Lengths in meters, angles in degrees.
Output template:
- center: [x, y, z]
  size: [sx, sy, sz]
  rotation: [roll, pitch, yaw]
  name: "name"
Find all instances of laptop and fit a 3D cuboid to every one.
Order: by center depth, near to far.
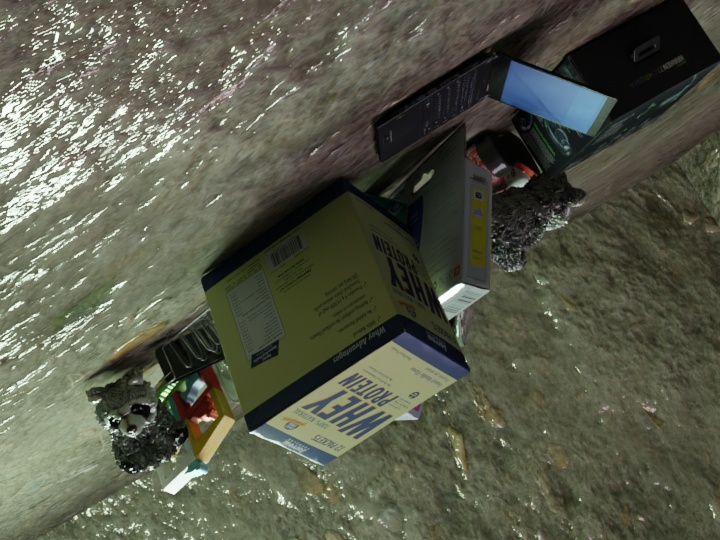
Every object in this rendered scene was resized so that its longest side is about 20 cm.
- center: [0.124, -0.135, 1.389]
  size: [0.200, 0.103, 0.177]
  rotation: [-32, 173, -2]
  name: "laptop"

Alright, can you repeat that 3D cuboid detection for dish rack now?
- center: [-0.150, 0.057, 1.764]
  size: [0.200, 0.055, 0.153]
  rotation: [-38, 173, 38]
  name: "dish rack"

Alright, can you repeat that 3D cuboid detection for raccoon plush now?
- center: [0.193, -0.075, 1.752]
  size: [0.134, 0.097, 0.200]
  rotation: [-43, 165, 14]
  name: "raccoon plush"
- center: [-0.301, 0.165, 1.811]
  size: [0.097, 0.134, 0.200]
  rotation: [-37, -149, -18]
  name: "raccoon plush"

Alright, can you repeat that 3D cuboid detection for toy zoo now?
- center: [-0.224, 0.195, 1.867]
  size: [0.020, 0.200, 0.131]
  rotation: [30, 106, -35]
  name: "toy zoo"

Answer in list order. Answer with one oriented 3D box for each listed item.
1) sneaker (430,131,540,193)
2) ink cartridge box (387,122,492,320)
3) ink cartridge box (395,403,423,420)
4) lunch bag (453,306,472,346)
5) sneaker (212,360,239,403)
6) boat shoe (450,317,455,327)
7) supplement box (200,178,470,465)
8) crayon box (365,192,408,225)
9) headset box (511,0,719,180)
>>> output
- center: [0.154, -0.120, 1.832]
  size: [0.108, 0.067, 0.201]
  rotation: [-33, 170, 19]
  name: "sneaker"
- center: [0.083, -0.032, 1.631]
  size: [0.047, 0.200, 0.198]
  rotation: [18, 150, -20]
  name: "ink cartridge box"
- center: [0.048, 0.080, 1.716]
  size: [0.119, 0.042, 0.200]
  rotation: [-9, -122, 51]
  name: "ink cartridge box"
- center: [0.095, 0.031, 2.132]
  size: [0.168, 0.139, 0.200]
  rotation: [-38, 138, -38]
  name: "lunch bag"
- center: [-0.149, 0.122, 2.017]
  size: [0.106, 0.075, 0.200]
  rotation: [-21, -167, -13]
  name: "sneaker"
- center: [0.099, -0.005, 1.943]
  size: [0.075, 0.075, 0.203]
  rotation: [-53, 147, -43]
  name: "boat shoe"
- center: [-0.029, 0.056, 1.500]
  size: [0.200, 0.200, 0.134]
  rotation: [-34, 144, 18]
  name: "supplement box"
- center: [-0.002, 0.027, 1.661]
  size: [0.058, 0.201, 0.119]
  rotation: [16, 153, -19]
  name: "crayon box"
- center: [0.295, -0.211, 1.681]
  size: [0.174, 0.093, 0.200]
  rotation: [-30, 173, -20]
  name: "headset box"
